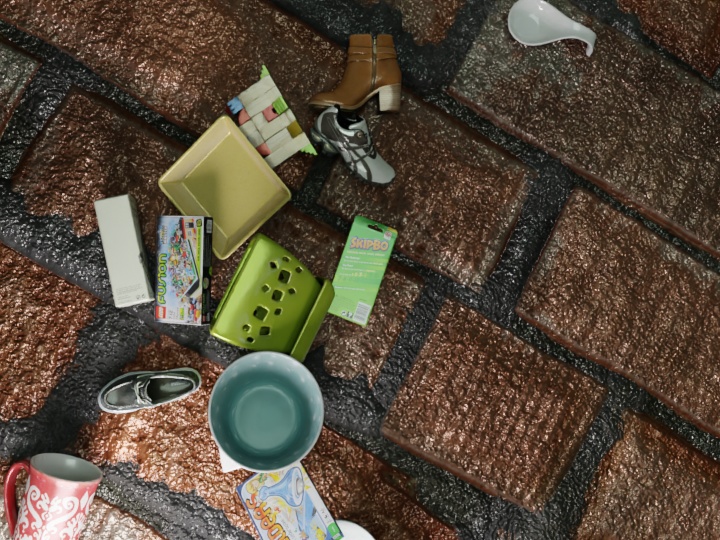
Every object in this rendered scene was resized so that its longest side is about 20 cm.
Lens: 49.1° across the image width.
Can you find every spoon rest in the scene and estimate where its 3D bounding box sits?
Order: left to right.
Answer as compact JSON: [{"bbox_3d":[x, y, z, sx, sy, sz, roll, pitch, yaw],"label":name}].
[{"bbox_3d":[0.399,-0.500,1.626,0.196,0.061,0.101,15,86,-7],"label":"spoon rest"}]

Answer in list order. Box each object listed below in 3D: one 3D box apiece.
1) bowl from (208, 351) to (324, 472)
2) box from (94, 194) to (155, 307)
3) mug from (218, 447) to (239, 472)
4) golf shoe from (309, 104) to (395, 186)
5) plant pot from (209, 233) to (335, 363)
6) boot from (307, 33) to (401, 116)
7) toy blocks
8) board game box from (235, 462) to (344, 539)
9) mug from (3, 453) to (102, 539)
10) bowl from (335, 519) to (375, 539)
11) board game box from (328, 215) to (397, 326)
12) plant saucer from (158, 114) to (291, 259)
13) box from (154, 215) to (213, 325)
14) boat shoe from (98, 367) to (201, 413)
[{"bbox_3d":[-0.165,0.252,1.377,0.196,0.105,0.205,3,72,-8],"label":"bowl"},{"bbox_3d":[-0.445,-0.036,1.493,0.067,0.082,0.204,-12,91,-7],"label":"box"},{"bbox_3d":[-0.196,0.274,1.493,0.184,0.149,0.156,-18,81,-21],"label":"mug"},{"bbox_3d":[-0.001,-0.242,1.534,0.198,0.078,0.095,31,125,-17],"label":"golf shoe"},{"bbox_3d":[-0.162,0.063,1.472,0.179,0.199,0.203,28,84,-11],"label":"plant pot"},{"bbox_3d":[-0.013,-0.390,1.560,0.196,0.077,0.159,-5,90,-9],"label":"boot"},{"bbox_3d":[-0.191,-0.276,1.535,0.135,0.100,0.202,-31,96,5],"label":"toy blocks"},{"bbox_3d":[-0.135,0.453,1.479,0.134,0.035,0.201,-35,53,-7],"label":"board game box"},{"bbox_3d":[-0.578,0.452,1.456,0.132,0.176,0.204,17,90,-42],"label":"mug"},{"bbox_3d":[-0.055,0.571,1.516,0.197,0.090,0.206,0,87,-7],"label":"bowl"},{"bbox_3d":[0.000,0.000,1.575,0.094,0.030,0.204,20,88,-7],"label":"board game box"},{"bbox_3d":[-0.256,-0.159,1.512,0.199,0.048,0.201,-40,93,16],"label":"plant saucer"},{"bbox_3d":[-0.337,-0.001,1.499,0.108,0.035,0.205,2,91,22],"label":"box"},{"bbox_3d":[-0.403,0.223,1.493,0.196,0.071,0.074,-15,90,-7],"label":"boat shoe"}]
